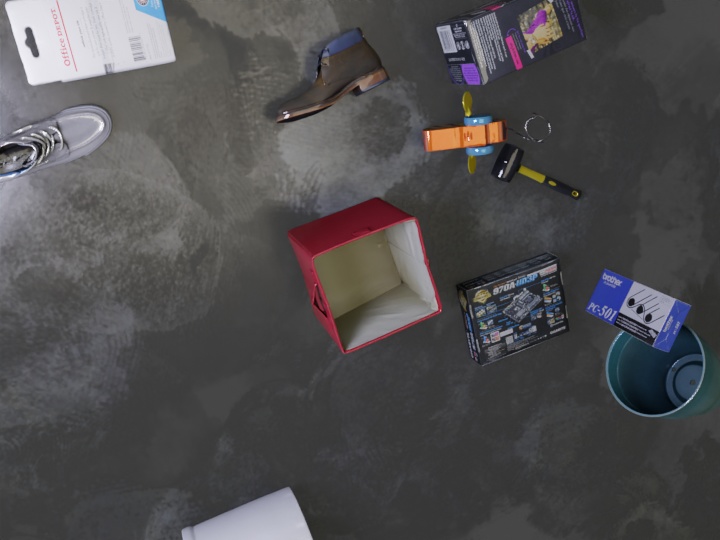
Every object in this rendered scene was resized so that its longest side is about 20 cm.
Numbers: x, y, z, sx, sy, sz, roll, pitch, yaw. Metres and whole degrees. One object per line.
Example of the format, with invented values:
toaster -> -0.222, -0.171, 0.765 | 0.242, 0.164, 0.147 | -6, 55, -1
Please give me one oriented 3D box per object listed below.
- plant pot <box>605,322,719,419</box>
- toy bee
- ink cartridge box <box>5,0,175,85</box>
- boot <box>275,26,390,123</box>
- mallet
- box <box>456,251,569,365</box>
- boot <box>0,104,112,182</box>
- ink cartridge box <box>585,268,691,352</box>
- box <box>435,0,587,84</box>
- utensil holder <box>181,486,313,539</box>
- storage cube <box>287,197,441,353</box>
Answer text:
plant pot -> 0.632, 0.208, 1.468 | 0.188, 0.200, 0.200 | 21, 98, -38
toy bee -> 0.208, -0.229, 1.247 | 0.200, 0.109, 0.131 | 16, 109, 3
ink cartridge box -> -0.373, -0.333, 1.022 | 0.200, 0.068, 0.116 | -15, 109, -15
boot -> -0.059, -0.305, 1.146 | 0.200, 0.075, 0.097 | -27, 101, -18
mallet -> 0.330, -0.178, 1.329 | 0.200, 0.041, 0.066 | 10, 105, -25
box -> 0.291, 0.072, 1.380 | 0.200, 0.046, 0.159 | -19, 111, -13
boot -> -0.445, -0.172, 1.028 | 0.200, 0.096, 0.074 | -28, 113, -9
ink cartridge box -> 0.515, 0.071, 1.372 | 0.044, 0.200, 0.094 | 20, 98, -23
box -> 0.243, -0.388, 1.189 | 0.200, 0.122, 0.106 | -25, 111, -11
utensil holder -> -0.188, 0.489, 1.271 | 0.200, 0.170, 0.170 | -21, 111, -15
storage cube -> 0.000, 0.000, 1.186 | 0.200, 0.180, 0.171 | -22, 111, -11
